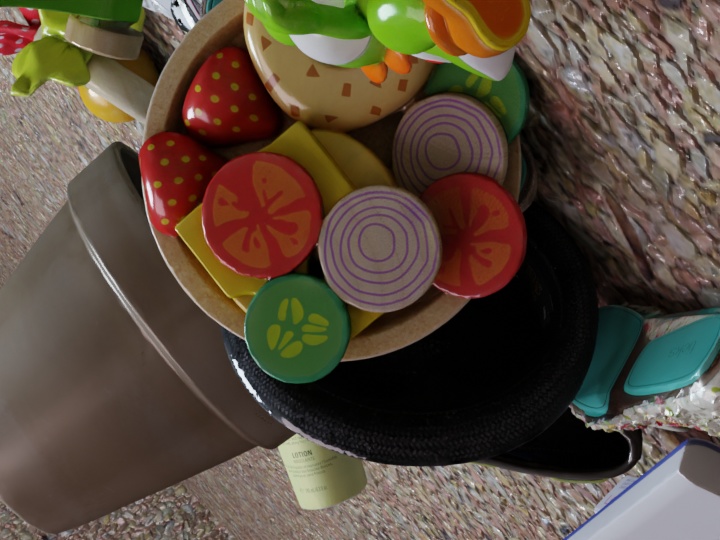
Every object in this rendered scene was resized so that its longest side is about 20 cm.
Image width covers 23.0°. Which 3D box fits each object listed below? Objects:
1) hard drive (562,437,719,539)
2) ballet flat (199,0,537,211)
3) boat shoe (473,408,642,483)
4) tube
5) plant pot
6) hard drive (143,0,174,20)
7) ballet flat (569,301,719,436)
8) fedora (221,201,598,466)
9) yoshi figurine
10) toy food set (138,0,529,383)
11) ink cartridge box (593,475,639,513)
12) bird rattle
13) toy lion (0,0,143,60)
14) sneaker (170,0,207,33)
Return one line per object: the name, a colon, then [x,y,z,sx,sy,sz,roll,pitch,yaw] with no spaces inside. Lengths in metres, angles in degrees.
hard drive: [0.192,0.155,0.939,0.131,0.026,0.200,25,153,-2]
ballet flat: [0.003,-0.085,0.918,0.199,0.068,0.067,37,-175,5]
boat shoe: [0.065,0.073,1.012,0.199,0.073,0.061,12,-168,-2]
tube: [-0.050,0.062,1.192,0.052,0.058,0.202,23,132,70]
plant pot: [-0.145,0.057,1.037,0.201,0.173,0.200,51,-177,-4]
hard drive: [-0.142,-0.221,1.098,0.200,0.038,0.140,31,157,51]
ballet flat: [0.156,0.057,0.877,0.064,0.076,0.200,31,173,-13]
fedora: [0.027,0.038,0.947,0.200,0.200,0.092,41,159,27]
yoshi figurine: [0.001,-0.139,0.736,0.199,0.111,0.113,3,89,60]
toy food set: [-0.013,-0.052,0.864,0.198,0.200,0.049,51,-171,3]
ink cartridge box: [0.237,0.217,1.095,0.201,0.042,0.119,55,164,-11]
bird rattle: [-0.211,-0.154,1.358,0.162,0.113,0.200,36,172,-17]
toy lion: [-0.227,-0.181,1.024,0.190,0.069,0.199,22,-166,28]
sneaker: [-0.075,-0.166,0.967,0.087,0.074,0.200,26,159,42]
